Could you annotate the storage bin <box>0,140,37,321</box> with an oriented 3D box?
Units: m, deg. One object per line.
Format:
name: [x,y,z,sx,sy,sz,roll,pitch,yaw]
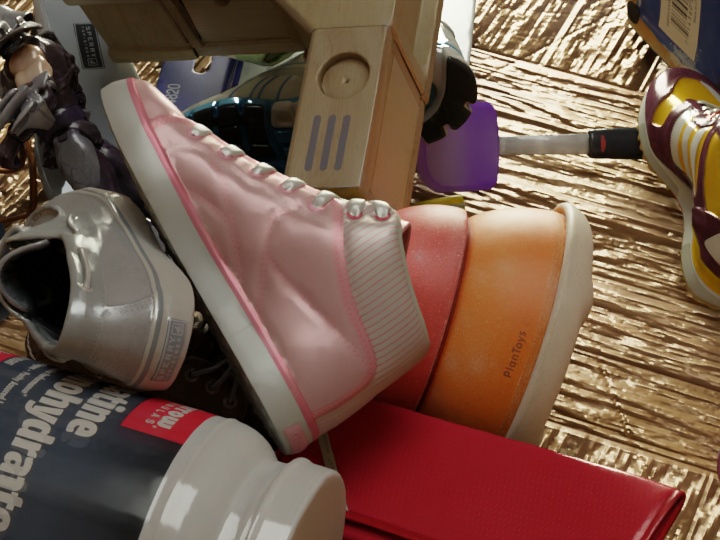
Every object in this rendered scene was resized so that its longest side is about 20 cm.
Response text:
storage bin: [-0.254,-0.076,1.202,0.145,0.135,0.200,-7,40,-15]

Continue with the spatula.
spatula: [0.122,-0.076,1.322,0.200,0.057,0.021,-1,2,-20]

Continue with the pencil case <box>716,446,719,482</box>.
pencil case: [0.252,0.050,1.141,0.087,0.088,0.200,18,39,16]

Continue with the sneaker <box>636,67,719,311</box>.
sneaker: [0.219,-0.068,1.269,0.075,0.090,0.200,8,42,-18]

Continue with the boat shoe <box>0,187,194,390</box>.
boat shoe: [-0.138,0.005,1.017,0.068,0.072,0.200,14,16,-25]

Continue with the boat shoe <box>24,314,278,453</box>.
boat shoe: [-0.081,0.063,1.095,0.200,0.073,0.072,15,39,12]

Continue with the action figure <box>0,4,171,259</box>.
action figure: [-0.152,-0.065,1.166,0.200,0.069,0.130,52,13,1]

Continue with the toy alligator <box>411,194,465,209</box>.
toy alligator: [0.000,0.000,1.206,0.200,0.059,0.054,-12,-1,-17]

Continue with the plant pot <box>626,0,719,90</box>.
plant pot: [0.280,-0.204,1.387,0.179,0.200,0.200,-18,44,-17]

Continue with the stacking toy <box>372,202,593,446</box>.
stacking toy: [0.006,0.010,1.085,0.200,0.146,0.146,19,38,-5]

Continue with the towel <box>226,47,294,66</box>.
towel: [-0.054,-0.182,1.358,0.152,0.023,0.200,-40,30,-19]

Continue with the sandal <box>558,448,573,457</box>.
sandal: [0.052,0.157,0.991,0.069,0.078,0.212,9,44,5]

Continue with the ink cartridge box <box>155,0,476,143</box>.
ink cartridge box: [-0.027,-0.146,1.393,0.199,0.041,0.200,6,38,1]

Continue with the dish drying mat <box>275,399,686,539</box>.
dish drying mat: [0.044,0.104,0.995,0.200,0.018,0.077,14,55,35]

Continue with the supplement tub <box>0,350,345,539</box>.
supplement tub: [-0.120,0.120,0.963,0.200,0.141,0.140,15,39,13]

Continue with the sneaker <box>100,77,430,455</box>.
sneaker: [-0.039,-0.021,1.017,0.105,0.075,0.200,-29,71,-6]

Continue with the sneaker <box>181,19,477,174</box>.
sneaker: [-0.028,-0.097,1.279,0.200,0.075,0.087,-16,33,9]

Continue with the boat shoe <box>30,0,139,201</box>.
boat shoe: [-0.168,-0.097,1.291,0.070,0.066,0.200,-3,57,-17]

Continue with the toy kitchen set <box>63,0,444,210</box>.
toy kitchen set: [-0.081,-0.122,1.154,0.199,0.163,0.181,-1,62,19]
